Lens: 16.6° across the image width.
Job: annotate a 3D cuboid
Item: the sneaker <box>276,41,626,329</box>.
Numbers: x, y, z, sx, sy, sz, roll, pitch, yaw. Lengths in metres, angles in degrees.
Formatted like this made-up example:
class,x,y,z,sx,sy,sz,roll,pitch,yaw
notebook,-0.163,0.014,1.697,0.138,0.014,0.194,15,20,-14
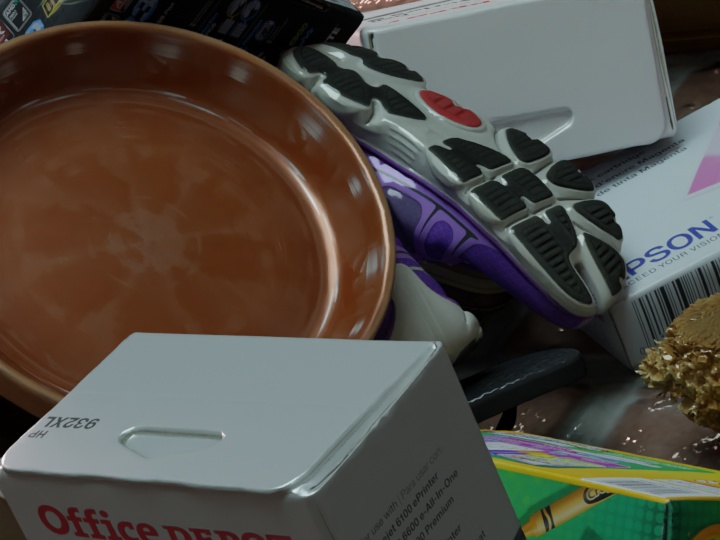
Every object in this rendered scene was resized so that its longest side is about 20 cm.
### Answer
class,x,y,z,sx,sy,sz,roll,pitch,yaw
sneaker,0.036,-0.030,1.132,0.200,0.084,0.081,36,33,28

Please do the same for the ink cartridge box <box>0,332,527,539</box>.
class,x,y,z,sx,sy,sz,roll,pitch,yaw
ink cartridge box,-0.013,0.124,0.830,0.145,0.200,0.084,0,34,40

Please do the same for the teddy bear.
class,x,y,z,sx,sy,sz,roll,pitch,yaw
teddy bear,0.213,0.021,1.024,0.145,0.067,0.200,13,35,38

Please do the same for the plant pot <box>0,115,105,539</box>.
class,x,y,z,sx,sy,sz,roll,pitch,yaw
plant pot,-0.143,0.067,1.063,0.187,0.187,0.200,-44,-6,-38

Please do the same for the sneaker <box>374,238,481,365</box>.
class,x,y,z,sx,sy,sz,roll,pitch,yaw
sneaker,-0.011,0.022,1.116,0.081,0.084,0.200,-32,1,-26

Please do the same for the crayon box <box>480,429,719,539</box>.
class,x,y,z,sx,sy,sz,roll,pitch,yaw
crayon box,0.076,0.097,0.911,0.119,0.058,0.200,6,1,-41

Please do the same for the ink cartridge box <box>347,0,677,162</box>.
class,x,y,z,sx,sy,sz,roll,pitch,yaw
ink cartridge box,0.062,-0.100,1.275,0.145,0.084,0.200,-13,8,-9

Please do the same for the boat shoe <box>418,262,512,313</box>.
class,x,y,z,sx,sy,sz,roll,pitch,yaw
boat shoe,0.000,0.000,1.233,0.200,0.072,0.072,15,24,38

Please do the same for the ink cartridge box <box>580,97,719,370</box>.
class,x,y,z,sx,sy,sz,roll,pitch,yaw
ink cartridge box,0.169,-0.043,1.203,0.196,0.043,0.200,-28,26,-9

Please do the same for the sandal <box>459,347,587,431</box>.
class,x,y,z,sx,sy,sz,roll,pitch,yaw
sandal,0.013,0.094,1.059,0.200,0.045,0.075,-31,2,4

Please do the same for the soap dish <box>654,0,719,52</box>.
class,x,y,z,sx,sy,sz,roll,pitch,yaw
soap dish,0.164,-0.200,1.356,0.157,0.200,0.081,-1,56,38

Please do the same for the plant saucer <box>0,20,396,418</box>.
class,x,y,z,sx,sy,sz,roll,pitch,yaw
plant saucer,-0.085,-0.014,0.984,0.200,0.032,0.201,9,53,-12

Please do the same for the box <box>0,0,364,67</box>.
class,x,y,z,sx,sy,sz,roll,pitch,yaw
box,-0.116,-0.070,1.136,0.050,0.198,0.200,47,108,25
